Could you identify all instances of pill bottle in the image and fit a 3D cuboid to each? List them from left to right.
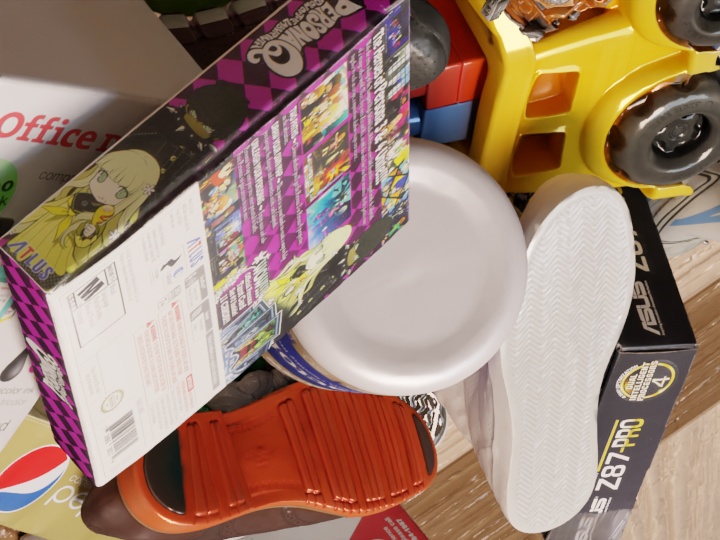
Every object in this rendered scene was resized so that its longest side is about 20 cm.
[{"bbox_3d":[0.000,0.000,1.399,0.116,0.116,0.200,-34,-174,-11],"label":"pill bottle"}]

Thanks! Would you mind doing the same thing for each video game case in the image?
[{"bbox_3d":[-0.055,-0.015,1.170,0.181,0.036,0.200,-41,161,-15],"label":"video game case"}]

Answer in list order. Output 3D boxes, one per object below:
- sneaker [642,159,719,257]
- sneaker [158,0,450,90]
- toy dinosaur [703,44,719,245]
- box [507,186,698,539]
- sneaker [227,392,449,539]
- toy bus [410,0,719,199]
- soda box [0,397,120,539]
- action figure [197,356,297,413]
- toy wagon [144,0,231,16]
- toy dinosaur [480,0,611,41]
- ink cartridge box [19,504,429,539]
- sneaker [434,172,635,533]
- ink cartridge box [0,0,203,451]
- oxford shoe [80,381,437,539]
[{"bbox_3d":[0.186,-0.052,1.479,0.072,0.073,0.200,-40,-170,-24],"label":"sneaker"},{"bbox_3d":[-0.058,-0.053,1.248,0.199,0.116,0.076,-6,145,3],"label":"sneaker"},{"bbox_3d":[0.178,-0.087,1.573,0.200,0.105,0.182,-35,122,-14],"label":"toy dinosaur"},{"bbox_3d":[0.111,0.015,1.546,0.049,0.201,0.162,-3,140,-15],"label":"box"},{"bbox_3d":[-0.056,0.093,1.594,0.199,0.085,0.073,-13,109,-9],"label":"sneaker"},{"bbox_3d":[0.081,-0.127,1.402,0.191,0.136,0.200,-10,140,-19],"label":"toy bus"},{"bbox_3d":[-0.162,0.082,1.445,0.064,0.068,0.200,-44,152,8],"label":"soda box"},{"bbox_3d":[-0.026,0.040,1.539,0.199,0.118,0.055,-17,119,-21],"label":"action figure"},{"bbox_3d":[-0.040,-0.156,1.234,0.155,0.040,0.200,19,143,-35],"label":"toy wagon"},{"bbox_3d":[0.113,-0.154,1.234,0.136,0.102,0.200,-36,-167,-18],"label":"toy dinosaur"},{"bbox_3d":[-0.071,0.180,1.616,0.199,0.144,0.084,-24,147,-28],"label":"ink cartridge box"},{"bbox_3d":[0.073,0.017,1.446,0.073,0.116,0.201,-10,129,-22],"label":"sneaker"},{"bbox_3d":[-0.182,-0.039,1.163,0.146,0.146,0.200,4,128,-54],"label":"ink cartridge box"},{"bbox_3d":[-0.049,0.098,1.477,0.199,0.072,0.072,-2,161,-39],"label":"oxford shoe"}]
